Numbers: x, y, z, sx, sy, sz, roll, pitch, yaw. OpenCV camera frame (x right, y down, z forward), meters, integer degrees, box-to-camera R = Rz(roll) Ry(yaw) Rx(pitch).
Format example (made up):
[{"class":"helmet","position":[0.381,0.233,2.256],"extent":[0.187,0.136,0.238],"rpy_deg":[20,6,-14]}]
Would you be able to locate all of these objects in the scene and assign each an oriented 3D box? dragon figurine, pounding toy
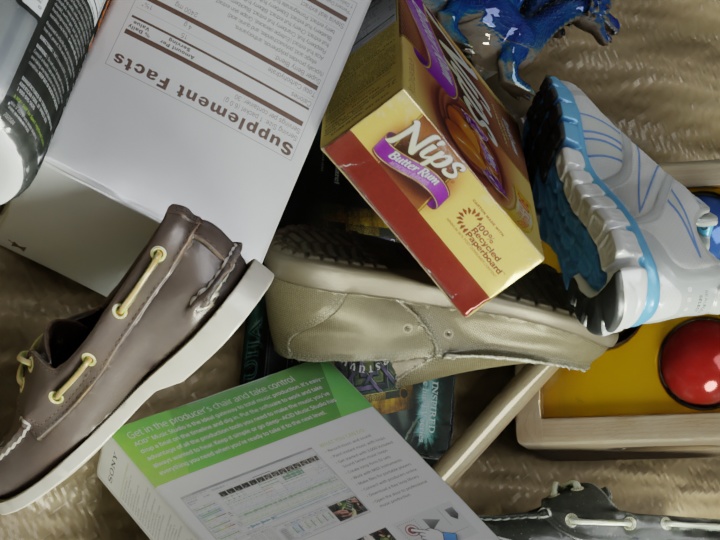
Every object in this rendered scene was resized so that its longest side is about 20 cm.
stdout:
[{"class":"dragon figurine","position":[0.067,-0.162,1.313],"extent":[0.199,0.059,0.100],"rpy_deg":[28,66,-32]},{"class":"pounding toy","position":[0.147,0.037,1.268],"extent":[0.142,0.199,0.185],"rpy_deg":[34,54,-72]}]

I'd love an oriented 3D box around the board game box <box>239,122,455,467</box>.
[{"class":"board game box","position":[0.000,0.000,1.250],"extent":[0.135,0.028,0.201],"rpy_deg":[17,71,-36]}]

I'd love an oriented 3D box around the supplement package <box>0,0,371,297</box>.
[{"class":"supplement package","position":[-0.084,-0.090,1.123],"extent":[0.119,0.121,0.201],"rpy_deg":[27,65,-11]}]

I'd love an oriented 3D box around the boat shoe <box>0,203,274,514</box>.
[{"class":"boat shoe","position":[-0.124,0.044,1.052],"extent":[0.059,0.200,0.072],"rpy_deg":[43,33,-10]}]

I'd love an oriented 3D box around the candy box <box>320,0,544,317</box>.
[{"class":"candy box","position":[0.036,-0.070,1.167],"extent":[0.117,0.056,0.200],"rpy_deg":[50,16,-18]}]

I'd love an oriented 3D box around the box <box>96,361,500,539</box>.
[{"class":"box","position":[-0.016,0.132,1.094],"extent":[0.144,0.036,0.200],"rpy_deg":[-17,51,-37]}]

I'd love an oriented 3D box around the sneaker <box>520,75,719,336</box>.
[{"class":"sneaker","position":[0.142,-0.033,1.199],"extent":[0.086,0.075,0.200],"rpy_deg":[2,38,-17]}]

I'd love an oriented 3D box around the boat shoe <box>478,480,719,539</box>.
[{"class":"boat shoe","position":[0.122,0.153,1.257],"extent":[0.199,0.071,0.064],"rpy_deg":[10,75,-6]}]

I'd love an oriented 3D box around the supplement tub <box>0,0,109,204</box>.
[{"class":"supplement tub","position":[-0.175,-0.139,1.028],"extent":[0.122,0.122,0.201],"rpy_deg":[35,55,-28]}]

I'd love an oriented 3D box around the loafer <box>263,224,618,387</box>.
[{"class":"loafer","position":[0.038,0.025,1.180],"extent":[0.199,0.076,0.068],"rpy_deg":[12,113,-15]}]
